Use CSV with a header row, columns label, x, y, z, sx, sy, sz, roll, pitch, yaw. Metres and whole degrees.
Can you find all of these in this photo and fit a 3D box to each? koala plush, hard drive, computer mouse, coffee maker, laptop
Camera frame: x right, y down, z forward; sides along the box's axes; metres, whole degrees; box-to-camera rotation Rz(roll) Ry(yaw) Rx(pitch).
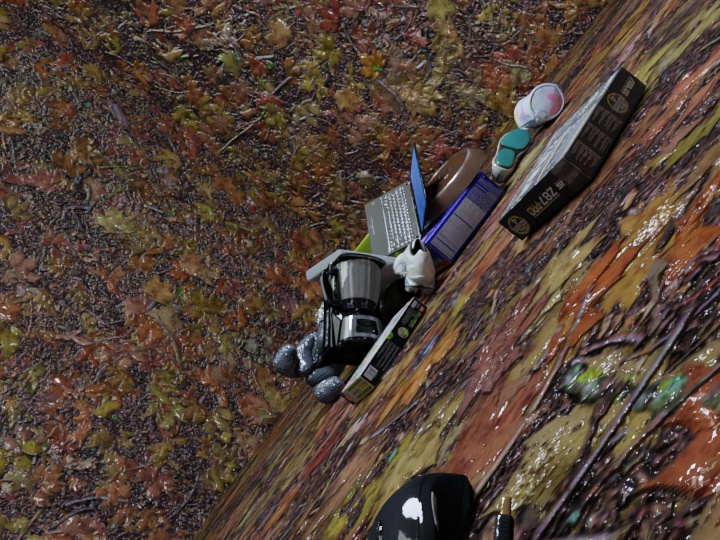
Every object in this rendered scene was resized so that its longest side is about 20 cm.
label,x,y,z,sx,sy,sz,roll,pitch,yaw
koala plush,-0.075,0.180,1.853,0.200,0.177,0.184,-58,-7,11
hard drive,0.000,0.000,1.709,0.132,0.200,0.027,-32,59,46
computer mouse,0.038,0.158,0.449,0.140,0.046,0.200,-53,0,28
coffee maker,-0.013,0.093,1.605,0.192,0.134,0.200,87,-178,-63
laptop,0.074,-0.146,1.707,0.200,0.103,0.177,-27,48,24

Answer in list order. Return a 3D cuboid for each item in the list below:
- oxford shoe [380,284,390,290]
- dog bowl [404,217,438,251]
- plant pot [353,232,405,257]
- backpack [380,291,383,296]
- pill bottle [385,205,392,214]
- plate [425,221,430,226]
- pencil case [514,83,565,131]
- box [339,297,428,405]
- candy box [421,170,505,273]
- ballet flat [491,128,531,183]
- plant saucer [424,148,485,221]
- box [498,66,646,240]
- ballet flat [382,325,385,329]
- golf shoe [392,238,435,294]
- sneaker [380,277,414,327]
label,x,y,z,sx,sy,sz,roll,pitch,yaw
oxford shoe,0.079,0.015,1.933,0.058,0.075,0.200,-31,-14,35
dog bowl,0.188,-0.082,1.919,0.200,0.079,0.200,-52,1,1
plant pot,0.083,-0.034,2.145,0.199,0.181,0.200,-52,1,27
backpack,0.000,0.092,1.986,0.200,0.134,0.183,-61,-2,8
pill bottle,0.090,-0.111,1.887,0.112,0.112,0.200,-52,0,-5
plate,0.205,-0.185,1.798,0.200,0.026,0.200,-51,1,2
pencil case,0.419,-0.383,1.837,0.091,0.083,0.200,-50,1,1
box,0.043,0.146,1.423,0.200,0.035,0.110,-53,1,-33
candy box,0.204,-0.098,1.671,0.200,0.077,0.169,-51,1,-11
ballet flat,0.349,-0.268,1.837,0.069,0.069,0.200,-52,2,43
plant saucer,0.190,-0.194,1.692,0.200,0.034,0.200,-48,14,16
box,0.270,-0.150,1.001,0.200,0.049,0.161,-52,-1,-33
ballet flat,0.078,0.084,1.932,0.067,0.046,0.200,-53,0,35
golf shoe,0.118,-0.022,1.598,0.200,0.078,0.097,-124,37,-72
sneaker,0.081,0.059,1.830,0.114,0.076,0.199,-45,9,26
